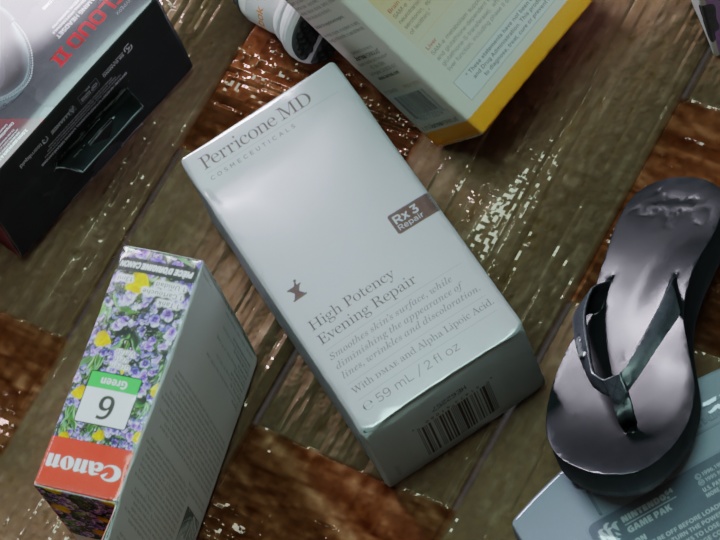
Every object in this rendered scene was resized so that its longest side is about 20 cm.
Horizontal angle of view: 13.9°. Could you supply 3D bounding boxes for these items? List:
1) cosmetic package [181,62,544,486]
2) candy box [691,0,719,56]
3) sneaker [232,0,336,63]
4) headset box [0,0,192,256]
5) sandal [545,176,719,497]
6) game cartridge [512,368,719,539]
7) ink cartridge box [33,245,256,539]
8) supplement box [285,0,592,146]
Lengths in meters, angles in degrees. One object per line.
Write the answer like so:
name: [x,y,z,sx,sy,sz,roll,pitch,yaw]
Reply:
cosmetic package: [0.000,0.000,1.516,0.101,0.074,0.200,-33,60,-5]
candy box: [0.174,-0.242,1.546,0.071,0.168,0.201,-20,58,4]
sneaker: [0.000,-0.210,1.632,0.080,0.074,0.200,31,73,31]
headset box: [-0.203,-0.115,1.632,0.200,0.077,0.149,34,75,30]
sandal: [0.133,0.026,1.456,0.076,0.043,0.201,-5,46,23]
game cartridge: [0.181,0.116,1.425,0.199,0.041,0.134,-28,62,-1]
ink cartridge box: [-0.115,0.102,1.469,0.050,0.109,0.201,10,65,20]
supplement box: [0.019,-0.179,1.547,0.200,0.073,0.126,44,76,-11]
